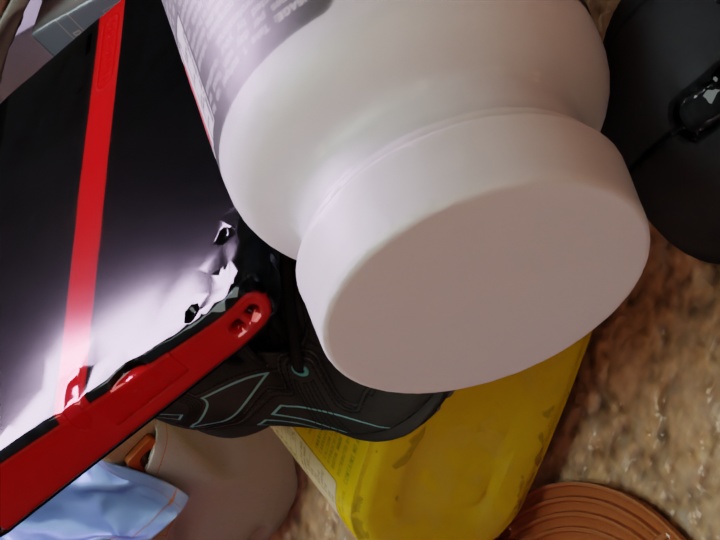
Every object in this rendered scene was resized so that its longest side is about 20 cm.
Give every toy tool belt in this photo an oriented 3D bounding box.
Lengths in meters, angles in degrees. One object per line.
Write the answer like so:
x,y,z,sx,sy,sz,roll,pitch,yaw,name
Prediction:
-0.128,0.120,0.963,0.125,0.123,0.200,46,115,29,toy tool belt

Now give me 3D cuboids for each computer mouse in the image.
0.098,-0.050,0.616,0.139,0.053,0.200,61,178,11,computer mouse

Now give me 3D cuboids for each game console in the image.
-0.084,-0.019,0.742,0.177,0.031,0.201,-34,39,31,game console

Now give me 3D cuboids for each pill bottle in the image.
0.004,-0.072,0.633,0.116,0.115,0.201,-54,44,41,pill bottle

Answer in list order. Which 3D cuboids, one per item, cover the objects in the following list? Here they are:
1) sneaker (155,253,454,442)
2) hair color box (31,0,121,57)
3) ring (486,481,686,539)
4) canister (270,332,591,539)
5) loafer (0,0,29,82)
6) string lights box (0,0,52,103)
-0.036,0.025,0.741,0.200,0.079,0.076,-21,69,53,sneaker
-0.027,-0.144,0.828,0.200,0.061,0.099,-24,39,32,hair color box
0.074,0.176,0.773,0.200,0.019,0.201,-10,78,57,ring
0.000,0.000,0.838,0.200,0.086,0.149,47,124,51,canister
-0.152,-0.123,0.843,0.201,0.063,0.072,-64,15,13,loafer
-0.140,-0.044,0.992,0.103,0.059,0.200,46,165,50,string lights box
